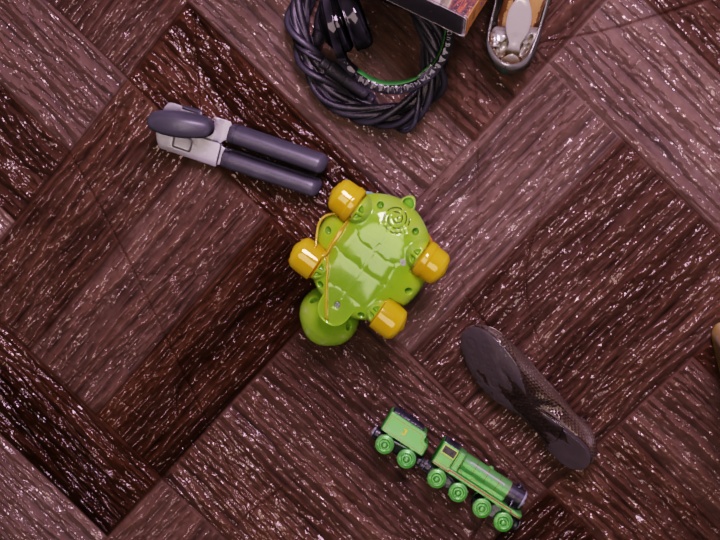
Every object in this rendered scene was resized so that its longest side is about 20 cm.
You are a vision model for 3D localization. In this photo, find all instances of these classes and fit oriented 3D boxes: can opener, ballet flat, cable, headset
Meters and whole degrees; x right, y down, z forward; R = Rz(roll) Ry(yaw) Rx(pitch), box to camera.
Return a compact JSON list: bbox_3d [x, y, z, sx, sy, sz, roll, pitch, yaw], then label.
[{"bbox_3d":[-0.136,-0.130,1.114,0.197,0.067,0.054,19,105,5],"label":"can opener"},{"bbox_3d":[0.171,-0.297,1.028,0.066,0.064,0.203,13,104,7],"label":"ballet flat"},{"bbox_3d":[0.189,0.134,1.132,0.200,0.046,0.067,46,137,4],"label":"ballet flat"},{"bbox_3d":[0.008,-0.237,1.076,0.161,0.051,0.203,-16,99,13],"label":"cable"},{"bbox_3d":[0.008,-0.272,1.025,0.123,0.094,0.200,-39,104,14],"label":"headset"}]

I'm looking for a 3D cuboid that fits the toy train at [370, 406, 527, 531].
[{"bbox_3d":[0.103,0.224,1.166,0.199,0.042,0.057,32,95,2],"label":"toy train"}]

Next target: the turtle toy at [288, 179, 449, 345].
[{"bbox_3d":[0.000,0.000,1.101,0.145,0.101,0.201,37,106,0],"label":"turtle toy"}]

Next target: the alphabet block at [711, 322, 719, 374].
[{"bbox_3d":[0.471,0.146,1.003,0.193,0.200,0.199,-13,100,13],"label":"alphabet block"}]

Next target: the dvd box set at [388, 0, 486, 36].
[{"bbox_3d":[0.082,-0.329,0.973,0.145,0.029,0.201,29,67,10],"label":"dvd box set"}]
